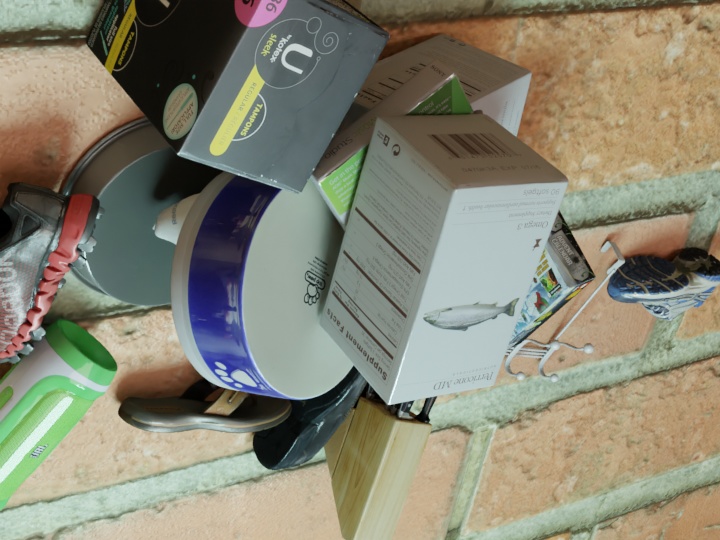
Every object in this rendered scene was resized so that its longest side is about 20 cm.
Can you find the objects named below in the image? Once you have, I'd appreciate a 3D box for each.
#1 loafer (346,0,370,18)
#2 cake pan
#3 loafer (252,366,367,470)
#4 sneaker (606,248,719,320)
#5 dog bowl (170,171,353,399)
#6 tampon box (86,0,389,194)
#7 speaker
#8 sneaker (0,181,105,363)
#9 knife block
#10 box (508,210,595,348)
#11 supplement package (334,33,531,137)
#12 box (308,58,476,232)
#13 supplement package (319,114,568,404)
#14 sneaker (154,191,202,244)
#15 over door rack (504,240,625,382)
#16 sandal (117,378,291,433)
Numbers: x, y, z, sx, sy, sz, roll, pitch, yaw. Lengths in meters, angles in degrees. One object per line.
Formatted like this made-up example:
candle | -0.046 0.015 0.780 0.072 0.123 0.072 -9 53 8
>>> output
loafer | -0.030 -0.219 1.091 0.067 0.076 0.201 -1 123 -29
cake pan | -0.183 -0.049 1.136 0.199 0.037 0.201 -20 131 -24
loafer | -0.040 0.144 1.375 0.200 0.073 0.072 -48 146 19
sneaker | 0.399 0.032 1.605 0.199 0.077 0.085 -6 129 -33
dog bowl | -0.068 0.008 1.050 0.200 0.079 0.201 -13 106 -53
tampon box | -0.104 -0.183 0.972 0.126 0.200 0.150 16 111 -42
speaker | -0.321 0.144 1.148 0.200 0.088 0.088 -48 137 4
sneaker | -0.303 -0.001 1.063 0.098 0.071 0.201 23 125 -19
knife block | 0.039 0.194 1.395 0.064 0.201 0.175 14 143 -42
box | 0.161 -0.008 1.290 0.040 0.137 0.200 -21 165 -24
supplement package | 0.057 -0.132 1.149 0.200 0.109 0.114 -33 142 -46
box | 0.051 -0.065 1.044 0.144 0.036 0.200 -38 137 -5
supplement package | 0.062 -0.011 0.982 0.116 0.117 0.201 -7 126 -34
sneaker | -0.110 -0.018 1.134 0.200 0.087 0.075 44 47 -46
over door rack | 0.237 0.054 1.506 0.147 0.067 0.201 8 117 -41
sandal | -0.159 0.136 1.284 0.199 0.082 0.055 5 97 -31
